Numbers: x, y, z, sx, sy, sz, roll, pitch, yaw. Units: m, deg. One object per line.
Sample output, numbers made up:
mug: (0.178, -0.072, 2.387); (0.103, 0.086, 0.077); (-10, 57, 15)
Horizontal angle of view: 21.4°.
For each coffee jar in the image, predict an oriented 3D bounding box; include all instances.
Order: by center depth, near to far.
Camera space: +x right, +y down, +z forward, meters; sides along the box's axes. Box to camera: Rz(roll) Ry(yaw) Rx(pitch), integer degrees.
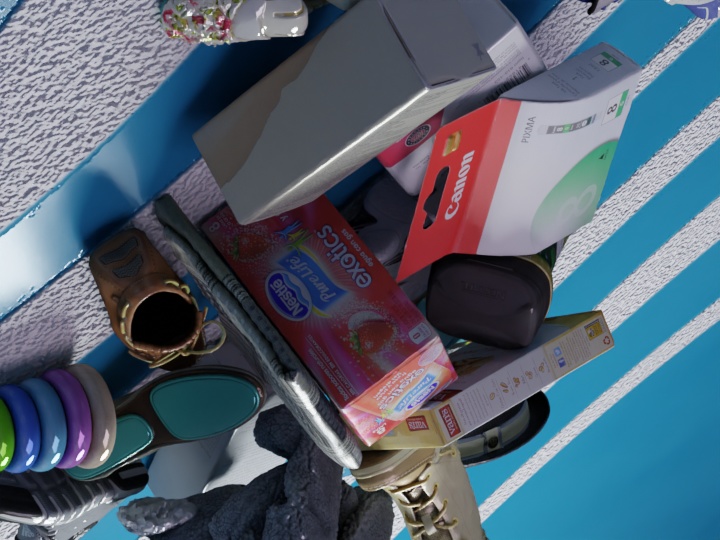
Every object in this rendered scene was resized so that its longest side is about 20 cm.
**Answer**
coffee jar: (0.122, -0.022, 1.600); (0.200, 0.104, 0.085); (-64, 164, -48)

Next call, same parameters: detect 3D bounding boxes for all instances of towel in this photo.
towel: (-0.083, 0.052, 1.465); (0.035, 0.200, 0.193); (-37, 151, -4)

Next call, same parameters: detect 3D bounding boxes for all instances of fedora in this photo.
fedora: (0.086, 0.120, 1.886); (0.200, 0.200, 0.092); (-21, 117, -29)

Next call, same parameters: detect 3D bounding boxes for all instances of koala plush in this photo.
koala plush: (-0.101, 0.234, 1.637); (0.200, 0.184, 0.177); (-11, 131, 26)

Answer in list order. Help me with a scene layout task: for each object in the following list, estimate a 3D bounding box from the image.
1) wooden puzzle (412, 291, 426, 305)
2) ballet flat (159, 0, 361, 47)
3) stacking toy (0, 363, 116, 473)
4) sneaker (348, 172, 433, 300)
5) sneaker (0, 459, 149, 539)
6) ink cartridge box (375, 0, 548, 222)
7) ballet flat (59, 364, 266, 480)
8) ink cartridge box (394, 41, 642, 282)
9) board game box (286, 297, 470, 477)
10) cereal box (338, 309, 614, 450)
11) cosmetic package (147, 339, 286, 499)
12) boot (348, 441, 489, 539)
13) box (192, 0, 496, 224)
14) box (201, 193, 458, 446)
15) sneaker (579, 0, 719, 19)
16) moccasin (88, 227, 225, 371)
wooden puzzle: (0.035, 0.044, 1.759); (0.200, 0.037, 0.185); (-32, 167, -23)
ballet flat: (-0.036, -0.193, 1.268); (0.200, 0.064, 0.076); (-28, 152, -17)
stacking toy: (-0.294, 0.126, 1.472); (0.200, 0.085, 0.085); (-7, 142, -35)
sneaker: (0.000, 0.000, 1.621); (0.200, 0.075, 0.115); (-38, 153, -5)
sneaker: (-0.278, 0.210, 1.627); (0.200, 0.075, 0.116); (0, 138, -53)
ink cartridge box: (0.071, -0.132, 1.480); (0.145, 0.084, 0.200); (-39, 154, 4)
ballet flat: (-0.166, 0.115, 1.578); (0.200, 0.067, 0.064); (-23, -160, 18)
ink cartridge box: (0.124, -0.073, 1.469); (0.200, 0.050, 0.161); (-31, 148, -39)
board game box: (0.034, 0.106, 1.746); (0.200, 0.047, 0.151); (-48, 165, 16)
cereal box: (0.096, 0.093, 1.591); (0.200, 0.040, 0.144); (-26, -172, -33)
cosmetic package: (-0.113, 0.143, 1.723); (0.101, 0.071, 0.200); (-16, 147, -39)
boot: (0.056, 0.208, 1.656); (0.073, 0.156, 0.200); (-15, -178, 16)
box: (-0.013, -0.117, 1.327); (0.200, 0.078, 0.095); (-34, 173, 36)
box: (-0.024, 0.025, 1.489); (0.095, 0.200, 0.103); (-37, 156, -4)
sneaker: (0.211, -0.246, 1.490); (0.115, 0.081, 0.199); (-38, 148, 10)
moccasin: (-0.153, 0.037, 1.483); (0.074, 0.078, 0.201); (-30, 157, -12)
